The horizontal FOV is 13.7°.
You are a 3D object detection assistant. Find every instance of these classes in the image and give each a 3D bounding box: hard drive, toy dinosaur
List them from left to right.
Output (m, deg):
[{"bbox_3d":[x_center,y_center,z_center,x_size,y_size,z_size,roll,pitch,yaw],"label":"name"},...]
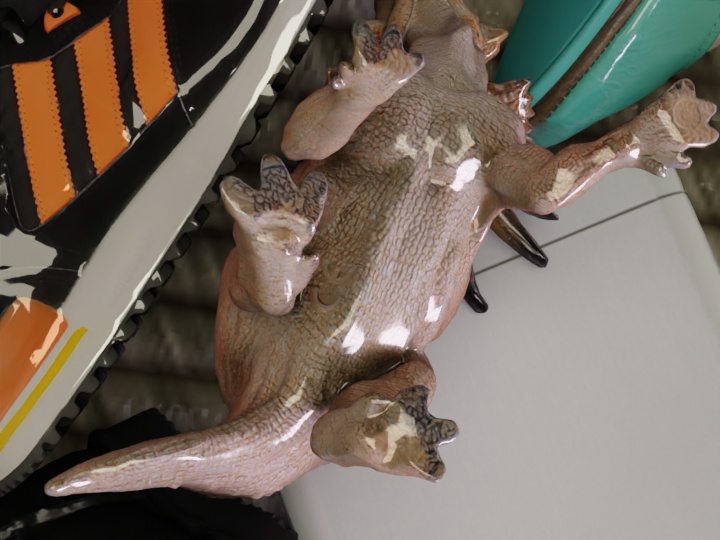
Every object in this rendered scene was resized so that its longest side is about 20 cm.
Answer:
[{"bbox_3d":[0.000,0.000,0.736,0.086,0.136,0.200,38,69,-5],"label":"toy dinosaur"},{"bbox_3d":[0.056,0.078,0.783,0.131,0.027,0.201,-22,69,2],"label":"hard drive"}]

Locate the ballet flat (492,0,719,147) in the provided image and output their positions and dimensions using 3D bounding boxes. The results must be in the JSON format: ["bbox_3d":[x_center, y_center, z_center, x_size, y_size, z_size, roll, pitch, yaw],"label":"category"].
[{"bbox_3d":[0.105,-0.113,0.822,0.070,0.067,0.201,26,87,-22],"label":"ballet flat"}]

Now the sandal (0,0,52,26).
[{"bbox_3d":[-0.123,-0.052,0.802,0.075,0.048,0.201,27,99,-16],"label":"sandal"}]

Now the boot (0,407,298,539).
[{"bbox_3d":[-0.089,0.112,0.730,0.162,0.198,0.074,-26,118,-16],"label":"boot"}]

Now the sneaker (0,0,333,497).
[{"bbox_3d":[-0.070,-0.047,0.753,0.090,0.070,0.201,31,90,-3],"label":"sneaker"}]
